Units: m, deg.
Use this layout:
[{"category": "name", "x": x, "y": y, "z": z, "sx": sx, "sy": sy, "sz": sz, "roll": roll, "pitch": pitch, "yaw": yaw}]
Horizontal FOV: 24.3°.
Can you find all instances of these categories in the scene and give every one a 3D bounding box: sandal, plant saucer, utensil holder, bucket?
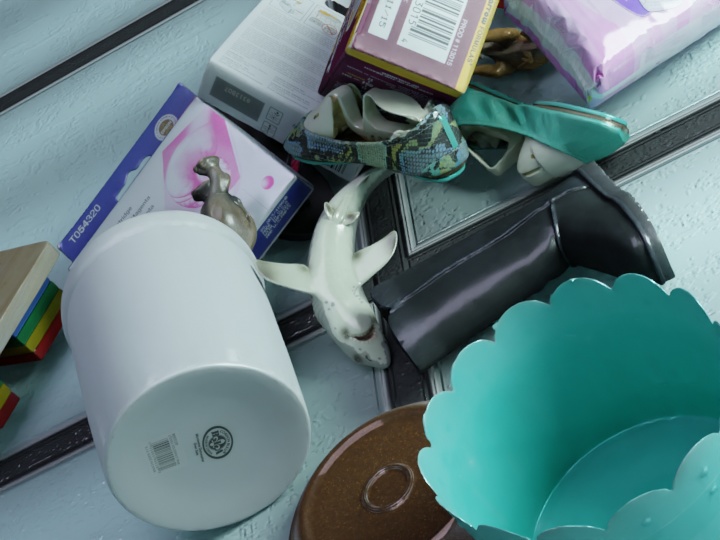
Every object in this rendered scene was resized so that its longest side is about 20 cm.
[{"category": "sandal", "x": -0.084, "y": -0.105, "z": 1.513, "sx": 0.075, "sy": 0.045, "sz": 0.200, "roll": -24, "pitch": 57, "yaw": -9}, {"category": "plant saucer", "x": 0.026, "y": 0.161, "z": 1.171, "sx": 0.200, "sy": 0.037, "sz": 0.201, "roll": -23, "pitch": 36, "yaw": 18}, {"category": "utensil holder", "x": -0.135, "y": 0.077, "z": 1.296, "sx": 0.170, "sy": 0.170, "sz": 0.200, "roll": -33, "pitch": 37, "yaw": 4}, {"category": "bucket", "x": 0.154, "y": 0.117, "z": 1.024, "sx": 0.206, "sy": 0.135, "sz": 0.208, "roll": -22, "pitch": 38, "yaw": 19}]

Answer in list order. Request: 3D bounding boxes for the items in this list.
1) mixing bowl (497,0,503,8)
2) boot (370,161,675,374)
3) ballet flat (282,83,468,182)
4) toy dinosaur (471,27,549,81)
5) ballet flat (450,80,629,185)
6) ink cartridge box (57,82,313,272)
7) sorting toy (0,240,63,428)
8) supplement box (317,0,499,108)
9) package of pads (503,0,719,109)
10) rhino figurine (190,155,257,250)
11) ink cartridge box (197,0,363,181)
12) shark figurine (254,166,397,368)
[{"category": "mixing bowl", "x": 0.151, "y": -0.312, "z": 1.538, "sx": 0.199, "sy": 0.109, "sz": 0.201, "roll": -20, "pitch": 35, "yaw": 14}, {"category": "boot", "x": 0.115, "y": 0.010, "z": 1.230, "sx": 0.199, "sy": 0.066, "sz": 0.165, "roll": -28, "pitch": 23, "yaw": 0}, {"category": "ballet flat", "x": 0.007, "y": -0.121, "z": 1.372, "sx": 0.199, "sy": 0.074, "sz": 0.074, "roll": 10, "pitch": 56, "yaw": 42}, {"category": "toy dinosaur", "x": 0.127, "y": -0.195, "z": 1.495, "sx": 0.106, "sy": 0.061, "sz": 0.200, "roll": -18, "pitch": 18, "yaw": -33}, {"category": "ballet flat", "x": 0.138, "y": -0.106, "z": 1.371, "sx": 0.200, "sy": 0.067, "sz": 0.071, "roll": 21, "pitch": 88, "yaw": 51}, {"category": "ink cartridge box", "x": -0.168, "y": -0.050, "z": 1.484, "sx": 0.200, "sy": 0.043, "sz": 0.197, "roll": 38, "pitch": 93, "yaw": 32}, {"category": "sorting toy", "x": -0.375, "y": 0.082, "z": 1.572, "sx": 0.198, "sy": 0.070, "sz": 0.201, "roll": -10, "pitch": 43, "yaw": 42}, {"category": "supplement box", "x": 0.043, "y": -0.205, "z": 1.392, "sx": 0.200, "sy": 0.103, "sz": 0.132, "roll": 147, "pitch": 143, "yaw": -80}, {"category": "package of pads", "x": 0.226, "y": -0.228, "z": 1.345, "sx": 0.200, "sy": 0.076, "sz": 0.121, "roll": -33, "pitch": 72, "yaw": -15}, {"category": "rhino figurine", "x": -0.169, "y": 0.000, "z": 1.407, "sx": 0.200, "sy": 0.060, "sz": 0.088, "roll": -40, "pitch": 67, "yaw": 11}, {"category": "ink cartridge box", "x": -0.038, "y": -0.183, "z": 1.541, "sx": 0.057, "sy": 0.162, "sz": 0.200, "roll": -63, "pitch": -2, "yaw": 36}, {"category": "shark figurine", "x": -0.007, "y": -0.019, "z": 1.379, "sx": 0.127, "sy": 0.090, "sz": 0.215, "roll": 15, "pitch": 62, "yaw": 9}]
